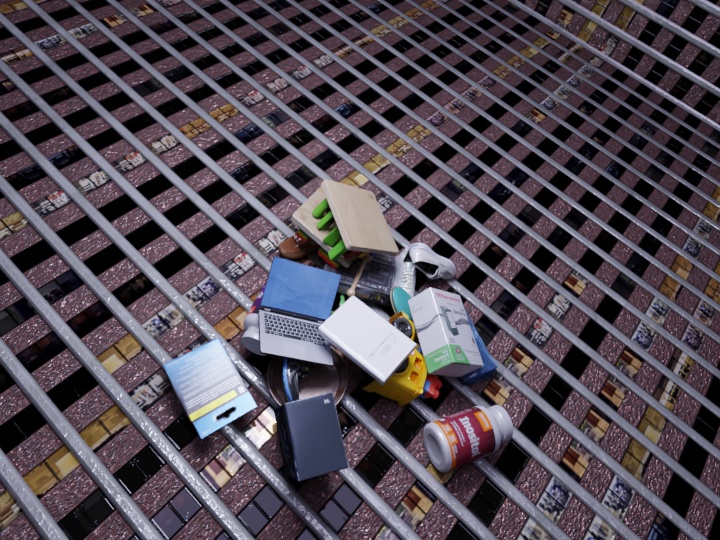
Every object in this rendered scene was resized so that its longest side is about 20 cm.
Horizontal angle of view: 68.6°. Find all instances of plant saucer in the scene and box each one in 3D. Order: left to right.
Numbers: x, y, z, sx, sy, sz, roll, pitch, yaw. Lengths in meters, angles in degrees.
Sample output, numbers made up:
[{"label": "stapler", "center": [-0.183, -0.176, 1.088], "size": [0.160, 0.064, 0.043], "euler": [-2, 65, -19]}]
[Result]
[{"label": "plant saucer", "center": [-0.131, 0.265, 1.298], "size": [0.196, 0.035, 0.203], "euler": [6, 54, -8]}]

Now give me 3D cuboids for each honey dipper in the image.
[{"label": "honey dipper", "center": [0.000, 0.000, 1.430], "size": [0.037, 0.038, 0.202], "euler": [20, 47, 2]}]

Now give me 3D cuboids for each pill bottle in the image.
[{"label": "pill bottle", "center": [-0.222, 0.109, 1.336], "size": [0.111, 0.113, 0.202], "euler": [22, 53, 3]}, {"label": "pill bottle", "center": [0.258, 0.391, 1.252], "size": [0.196, 0.114, 0.114], "euler": [-13, 59, -21]}]

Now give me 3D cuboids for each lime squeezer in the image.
[{"label": "lime squeezer", "center": [-0.079, 0.104, 1.419], "size": [0.070, 0.038, 0.200], "euler": [34, 56, 12]}]

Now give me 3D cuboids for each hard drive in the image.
[{"label": "hard drive", "center": [0.016, 0.159, 1.238], "size": [0.199, 0.027, 0.132], "euler": [36, 55, 19]}]

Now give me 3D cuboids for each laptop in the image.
[{"label": "laptop", "center": [-0.136, 0.098, 1.245], "size": [0.184, 0.117, 0.202], "euler": [15, 39, -26]}]

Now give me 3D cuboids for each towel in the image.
[{"label": "towel", "center": [0.280, 0.203, 1.427], "size": [0.110, 0.049, 0.202], "euler": [-13, 60, -20]}]

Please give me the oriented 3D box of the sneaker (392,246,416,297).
[{"label": "sneaker", "center": [0.125, 0.022, 1.498], "size": [0.069, 0.081, 0.204], "euler": [9, 56, -8]}]

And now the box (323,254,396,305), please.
[{"label": "box", "center": [-0.005, 0.003, 1.483], "size": [0.196, 0.049, 0.160], "euler": [15, 42, -3]}]

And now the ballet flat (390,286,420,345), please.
[{"label": "ballet flat", "center": [0.137, 0.137, 1.417], "size": [0.070, 0.071, 0.201], "euler": [-32, 80, -30]}]

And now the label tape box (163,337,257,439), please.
[{"label": "label tape box", "center": [-0.347, 0.278, 1.221], "size": [0.143, 0.064, 0.201], "euler": [-25, 65, -27]}]

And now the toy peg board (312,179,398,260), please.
[{"label": "toy peg board", "center": [-0.024, -0.116, 1.402], "size": [0.197, 0.097, 0.203], "euler": [5, 56, -49]}]

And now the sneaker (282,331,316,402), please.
[{"label": "sneaker", "center": [-0.141, 0.219, 1.263], "size": [0.081, 0.071, 0.202], "euler": [9, 51, 1]}]

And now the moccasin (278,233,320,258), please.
[{"label": "moccasin", "center": [-0.142, -0.090, 1.513], "size": [0.198, 0.078, 0.074], "euler": [-16, 60, -22]}]

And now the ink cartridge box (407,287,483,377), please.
[{"label": "ink cartridge box", "center": [0.214, 0.157, 1.337], "size": [0.145, 0.084, 0.203], "euler": [15, 51, -46]}]

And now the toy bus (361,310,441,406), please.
[{"label": "toy bus", "center": [0.120, 0.235, 1.328], "size": [0.190, 0.136, 0.202], "euler": [28, 50, -9]}]

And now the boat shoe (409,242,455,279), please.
[{"label": "boat shoe", "center": [0.208, -0.009, 1.499], "size": [0.199, 0.071, 0.067], "euler": [35, 46, -45]}]

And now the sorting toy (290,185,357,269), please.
[{"label": "sorting toy", "center": [-0.076, -0.119, 1.465], "size": [0.199, 0.070, 0.199], "euler": [40, 46, -3]}]

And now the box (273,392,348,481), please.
[{"label": "box", "center": [-0.111, 0.352, 1.119], "size": [0.105, 0.200, 0.151], "euler": [-9, 75, -19]}]
